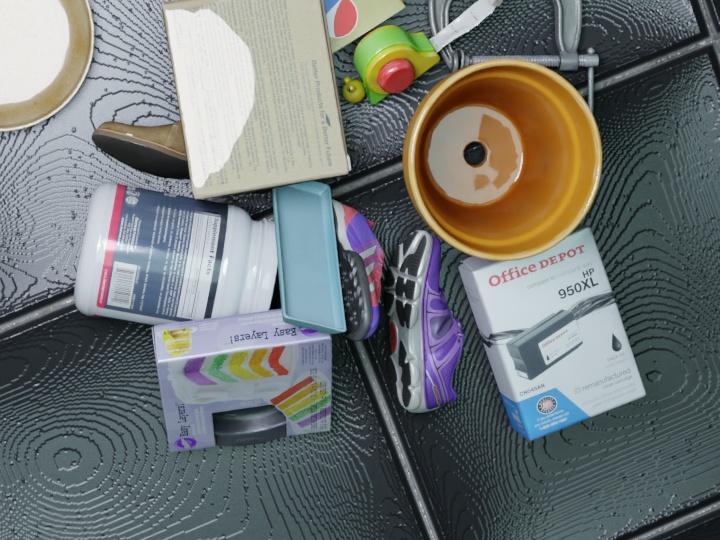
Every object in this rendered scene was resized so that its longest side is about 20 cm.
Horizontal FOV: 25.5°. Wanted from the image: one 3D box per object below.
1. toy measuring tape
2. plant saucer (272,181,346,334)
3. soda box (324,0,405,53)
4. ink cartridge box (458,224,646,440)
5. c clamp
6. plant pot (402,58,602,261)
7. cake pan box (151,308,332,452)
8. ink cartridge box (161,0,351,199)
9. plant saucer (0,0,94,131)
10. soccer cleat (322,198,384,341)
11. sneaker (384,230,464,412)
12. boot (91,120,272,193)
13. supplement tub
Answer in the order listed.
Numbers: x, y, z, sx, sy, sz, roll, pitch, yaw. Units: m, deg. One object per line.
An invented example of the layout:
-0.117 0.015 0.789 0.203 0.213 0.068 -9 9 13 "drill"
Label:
0.058 -0.247 1.693 0.199 0.074 0.074 -36 99 10 "toy measuring tape"
-0.057 -0.018 1.628 0.069 0.201 0.019 15 136 -24 "plant saucer"
-0.054 -0.252 1.693 0.199 0.068 0.064 -33 98 -3 "soda box"
0.210 0.064 1.752 0.143 0.084 0.202 -21 98 -5 "ink cartridge box"
0.169 -0.253 1.742 0.198 0.027 0.173 4 94 -7 "c clamp"
0.133 -0.119 1.673 0.198 0.183 0.202 -1 96 -8 "plant pot"
-0.121 0.117 1.675 0.182 0.201 0.053 -5 55 -7 "cake pan box"
-0.106 -0.183 1.619 0.163 0.075 0.202 -9 93 -5 "ink cartridge box"
-0.378 -0.248 1.668 0.198 0.035 0.202 -1 96 -7 "plant saucer"
0.000 0.000 1.670 0.073 0.201 0.068 15 123 -27 "soccer cleat"
0.075 0.054 1.750 0.083 0.081 0.202 -6 104 -23 "sneaker"
-0.186 -0.139 1.698 0.198 0.074 0.076 11 76 -13 "boot"
-0.192 -0.008 1.664 0.198 0.140 0.142 10 94 -9 "supplement tub"
